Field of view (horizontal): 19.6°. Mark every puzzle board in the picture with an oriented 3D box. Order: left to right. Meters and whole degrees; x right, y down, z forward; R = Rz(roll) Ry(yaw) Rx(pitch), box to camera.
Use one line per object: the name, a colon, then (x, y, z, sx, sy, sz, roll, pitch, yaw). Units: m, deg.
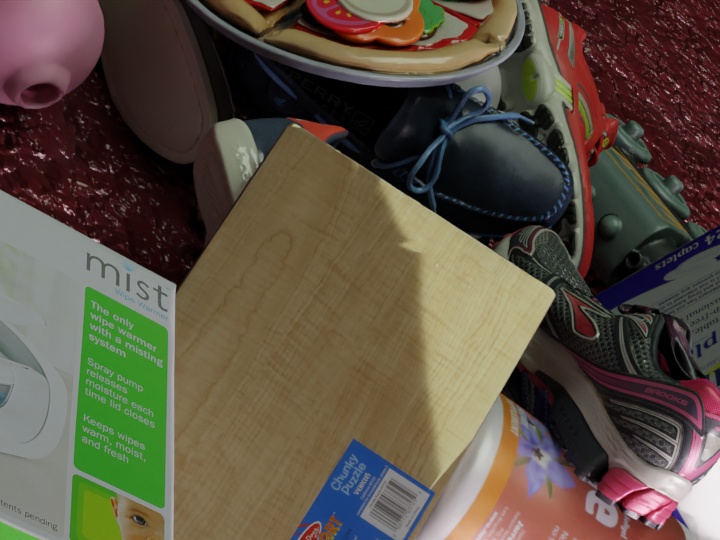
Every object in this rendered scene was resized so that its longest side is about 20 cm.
puzzle board: (-0.021, 0.050, 0.947, 0.151, 0.017, 0.200, 33, 69, -2)

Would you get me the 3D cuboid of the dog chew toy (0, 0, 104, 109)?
dog chew toy: (-0.181, -0.170, 1.059, 0.124, 0.124, 0.200, 14, 50, -45)

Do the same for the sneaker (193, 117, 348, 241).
sneaker: (-0.017, 0.020, 1.004, 0.084, 0.075, 0.200, -9, 84, -22)

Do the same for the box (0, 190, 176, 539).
box: (-0.178, 0.048, 0.803, 0.200, 0.097, 0.177, 30, 35, -26)

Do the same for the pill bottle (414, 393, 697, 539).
pill bottle: (0.097, 0.149, 1.025, 0.200, 0.112, 0.112, 36, 30, -20)

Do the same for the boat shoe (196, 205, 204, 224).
boat shoe: (0.001, 0.000, 1.149, 0.201, 0.063, 0.073, 37, -14, -25)

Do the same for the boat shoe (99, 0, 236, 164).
boat shoe: (-0.113, -0.139, 1.153, 0.060, 0.072, 0.202, 3, 46, -46)

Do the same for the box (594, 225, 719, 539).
box: (0.221, 0.106, 1.160, 0.184, 0.105, 0.200, 58, 9, -24)

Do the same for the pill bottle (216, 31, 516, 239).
pill bottle: (0.012, -0.111, 1.217, 0.200, 0.120, 0.120, 52, 28, 22)

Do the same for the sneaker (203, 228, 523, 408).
sneaker: (-0.001, 0.042, 1.088, 0.200, 0.077, 0.085, 29, 42, -16)

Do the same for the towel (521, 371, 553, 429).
towel: (0.129, 0.101, 1.155, 0.200, 0.024, 0.145, 56, 22, -35)

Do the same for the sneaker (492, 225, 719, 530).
sneaker: (0.126, 0.040, 1.034, 0.081, 0.075, 0.200, 29, 21, -37)

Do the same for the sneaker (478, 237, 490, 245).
sneaker: (0.063, -0.081, 1.306, 0.073, 0.082, 0.200, 36, 31, -25)

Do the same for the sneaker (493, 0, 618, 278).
sneaker: (0.123, -0.078, 1.258, 0.085, 0.077, 0.200, 14, 60, -36)

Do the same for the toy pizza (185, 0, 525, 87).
toy pizza: (-0.006, -0.163, 1.119, 0.200, 0.032, 0.200, 11, 35, -7)

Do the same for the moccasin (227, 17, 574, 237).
moccasin: (0.019, -0.074, 1.106, 0.200, 0.068, 0.081, 21, 75, 2)

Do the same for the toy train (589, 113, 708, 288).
toy train: (0.166, -0.040, 1.370, 0.114, 0.085, 0.200, 21, 30, -53)
